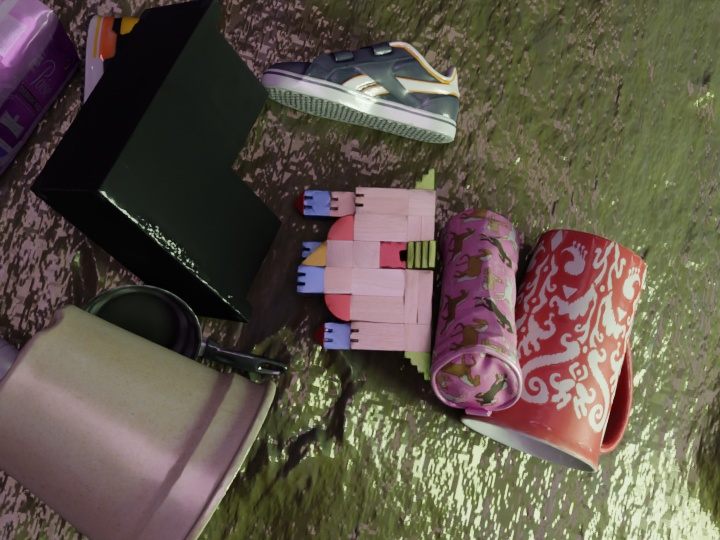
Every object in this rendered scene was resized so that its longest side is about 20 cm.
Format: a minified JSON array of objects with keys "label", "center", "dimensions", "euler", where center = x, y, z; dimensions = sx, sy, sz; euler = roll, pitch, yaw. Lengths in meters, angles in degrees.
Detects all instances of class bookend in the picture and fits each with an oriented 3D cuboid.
[{"label":"bookend","center":[-0.145,-0.092,0.755],"dimensions":[0.199,0.092,0.201],"euler":[47,57,-45]}]

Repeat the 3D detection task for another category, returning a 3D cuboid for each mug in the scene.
[{"label":"mug","center":[0.198,0.081,0.838],"dimensions":[0.133,0.178,0.201],"euler":[15,75,27]}]

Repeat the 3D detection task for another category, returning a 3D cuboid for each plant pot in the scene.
[{"label":"plant pot","center":[-0.199,0.131,0.698],"dimensions":[0.183,0.200,0.201],"euler":[32,80,-7]}]

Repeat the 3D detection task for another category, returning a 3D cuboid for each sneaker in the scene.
[{"label":"sneaker","center":[0.003,-0.183,0.829],"dimensions":[0.199,0.078,0.080],"euler":[11,88,-21]},{"label":"sneaker","center":[-0.206,-0.137,0.787],"dimensions":[0.089,0.070,0.201],"euler":[-1,84,-8]}]

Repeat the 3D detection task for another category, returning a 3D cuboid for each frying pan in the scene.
[{"label":"frying pan","center":[-0.164,0.054,0.776],"dimensions":[0.189,0.031,0.115],"euler":[-8,121,-9]}]

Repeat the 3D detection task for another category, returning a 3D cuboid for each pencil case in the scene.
[{"label":"pencil case","center":[0.106,0.033,0.776],"dimensions":[0.086,0.083,0.201],"euler":[40,35,-24]}]

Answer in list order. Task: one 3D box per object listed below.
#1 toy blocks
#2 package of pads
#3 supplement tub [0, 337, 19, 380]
[{"label":"toy blocks","center":[0.000,0.000,0.813],"dimensions":[0.136,0.100,0.201],"euler":[2,85,1]},{"label":"package of pads","center":[-0.332,-0.143,0.738],"dimensions":[0.075,0.121,0.201],"euler":[33,80,-1]},{"label":"supplement tub","center":[-0.392,0.074,0.703],"dimensions":[0.199,0.132,0.132],"euler":[33,80,-7]}]
